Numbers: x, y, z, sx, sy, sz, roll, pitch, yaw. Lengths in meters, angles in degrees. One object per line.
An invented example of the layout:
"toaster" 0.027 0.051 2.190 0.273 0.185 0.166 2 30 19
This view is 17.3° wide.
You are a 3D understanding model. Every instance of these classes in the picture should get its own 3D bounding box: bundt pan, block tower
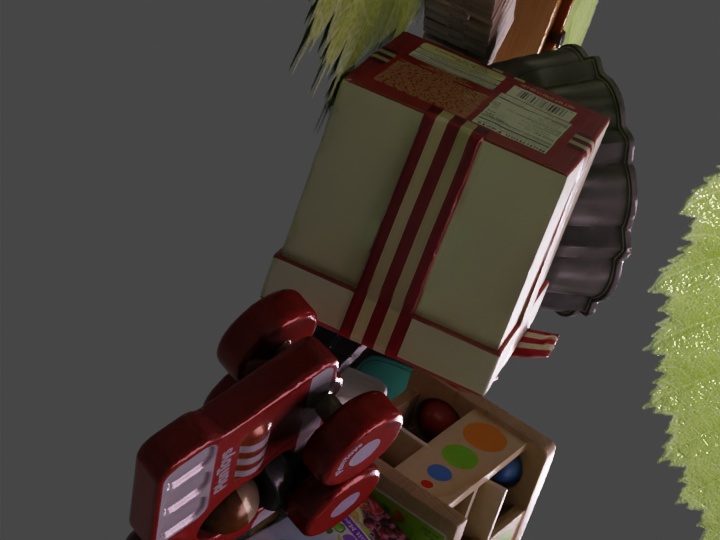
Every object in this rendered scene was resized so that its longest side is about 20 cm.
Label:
"bundt pan" 0.120 -0.063 1.716 0.202 0.076 0.202 176 -90 -67
"block tower" 0.080 -0.200 1.671 0.200 0.054 0.058 91 24 -74

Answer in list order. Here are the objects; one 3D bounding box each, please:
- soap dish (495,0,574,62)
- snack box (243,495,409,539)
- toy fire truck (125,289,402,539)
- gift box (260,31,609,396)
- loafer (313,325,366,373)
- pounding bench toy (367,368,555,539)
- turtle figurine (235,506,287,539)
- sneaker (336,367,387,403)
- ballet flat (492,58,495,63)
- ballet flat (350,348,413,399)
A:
"soap dish" 0.130 -0.227 1.863 0.157 0.081 0.200 -57 169 -50
"snack box" -0.081 0.245 1.618 0.200 0.068 0.169 -22 155 -48
"toy fire truck" -0.078 0.118 1.479 0.168 0.112 0.200 -32 160 -25
"gift box" 0.059 -0.032 1.576 0.187 0.184 0.200 -69 167 20
"loafer" 0.000 0.000 1.737 0.200 0.073 0.072 -61 178 -20
"pounding bench toy" 0.036 0.195 1.750 0.156 0.124 0.200 -31 147 -49
"turtle figurine" -0.068 0.183 1.797 0.200 0.101 0.150 -51 162 -36
"sneaker" -0.051 0.123 1.723 0.200 0.075 0.089 -23 134 -59
"ballet flat" 0.094 -0.093 1.840 0.063 0.069 0.200 -24 131 -14
"ballet flat" 0.037 0.057 1.821 0.200 0.068 0.068 -65 175 33
